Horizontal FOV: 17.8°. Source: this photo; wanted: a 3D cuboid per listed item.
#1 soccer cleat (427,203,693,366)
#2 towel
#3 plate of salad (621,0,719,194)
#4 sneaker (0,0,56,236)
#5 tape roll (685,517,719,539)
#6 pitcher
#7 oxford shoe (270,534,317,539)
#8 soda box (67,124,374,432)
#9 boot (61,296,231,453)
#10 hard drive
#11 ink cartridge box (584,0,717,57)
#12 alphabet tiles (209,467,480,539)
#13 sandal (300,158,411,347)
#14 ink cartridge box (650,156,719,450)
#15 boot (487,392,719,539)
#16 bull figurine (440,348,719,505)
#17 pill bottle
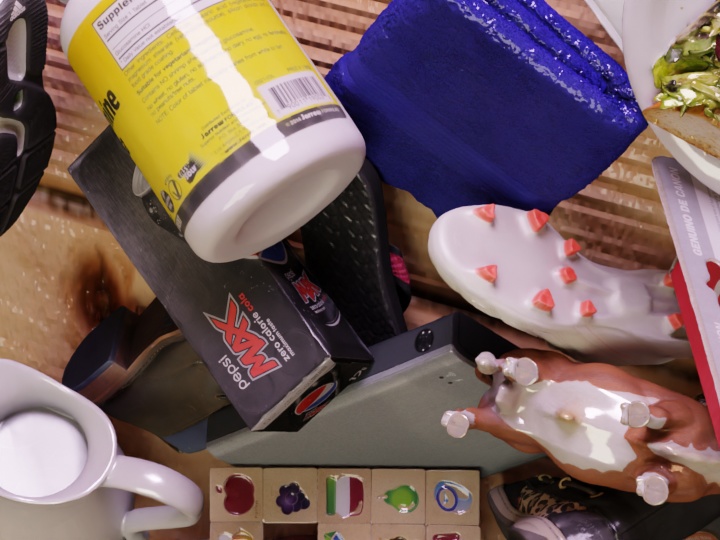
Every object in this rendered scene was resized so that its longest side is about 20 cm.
[{"bbox_3d":[0.112,0.017,1.269,0.199,0.070,0.077,16,150,-30],"label":"soccer cleat"},{"bbox_3d":[0.062,-0.090,1.240,0.147,0.050,0.200,36,152,-6],"label":"towel"},{"bbox_3d":[0.219,-0.100,1.093,0.198,0.048,0.201,12,126,16],"label":"plate of salad"},{"bbox_3d":[-0.240,-0.107,1.321,0.115,0.076,0.201,31,138,17],"label":"sneaker"},{"bbox_3d":[0.185,0.209,1.325,0.200,0.201,0.066,-30,107,36],"label":"tape roll"},{"bbox_3d":[-0.183,0.146,1.473,0.170,0.122,0.200,22,156,4],"label":"pitcher"},{"bbox_3d":[-0.020,0.224,1.502,0.199,0.075,0.071,0,124,34],"label":"oxford shoe"},{"bbox_3d":[-0.082,-0.004,1.327,0.071,0.063,0.200,-43,71,16],"label":"soda box"},{"bbox_3d":[-0.090,0.048,1.437,0.097,0.075,0.199,39,133,-25],"label":"boot"},{"bbox_3d":[0.024,0.093,1.385,0.199,0.033,0.139,-23,141,37],"label":"hard drive"},{"bbox_3d":[0.227,-0.156,1.135,0.199,0.084,0.145,-27,109,35],"label":"ink cartridge box"},{"bbox_3d":[-0.010,0.221,1.395,0.165,0.008,0.202,0,88,3],"label":"alphabet tiles"},{"bbox_3d":[0.000,0.000,1.363,0.075,0.045,0.201,16,134,22],"label":"sandal"},{"bbox_3d":[0.227,0.046,1.162,0.174,0.201,0.084,10,130,-16],"label":"ink cartridge box"},{"bbox_3d":[0.156,0.131,1.346,0.150,0.200,0.074,-30,90,-2],"label":"boot"},{"bbox_3d":[0.142,0.085,1.223,0.198,0.121,0.066,12,91,26],"label":"bull figurine"},{"bbox_3d":[-0.094,-0.114,1.261,0.112,0.112,0.201,-45,72,39],"label":"pill bottle"}]
